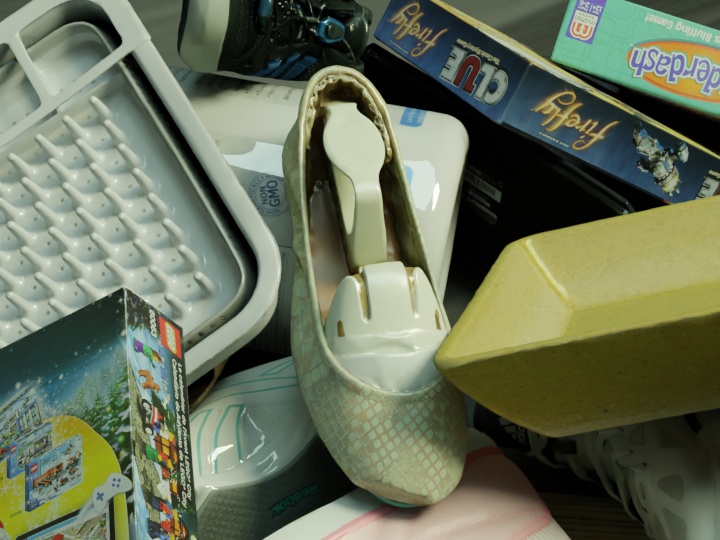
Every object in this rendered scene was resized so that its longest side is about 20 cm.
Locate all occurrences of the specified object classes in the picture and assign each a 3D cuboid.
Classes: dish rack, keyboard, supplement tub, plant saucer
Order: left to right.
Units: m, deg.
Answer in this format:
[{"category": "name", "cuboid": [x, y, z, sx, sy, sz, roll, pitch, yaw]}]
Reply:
[{"category": "dish rack", "cuboid": [-0.133, -0.011, 0.721, 0.171, 0.044, 0.201, -34, 62, 1]}, {"category": "supplement tub", "cuboid": [-0.053, -0.028, 0.830, 0.198, 0.133, 0.132, 11, 39, 5]}, {"category": "keyboard", "cuboid": [0.072, -0.040, 0.887, 0.039, 0.105, 0.200, -22, 45, -35]}, {"category": "plant saucer", "cuboid": [0.146, 0.012, 0.694, 0.199, 0.049, 0.200, -12, 12, 17]}]

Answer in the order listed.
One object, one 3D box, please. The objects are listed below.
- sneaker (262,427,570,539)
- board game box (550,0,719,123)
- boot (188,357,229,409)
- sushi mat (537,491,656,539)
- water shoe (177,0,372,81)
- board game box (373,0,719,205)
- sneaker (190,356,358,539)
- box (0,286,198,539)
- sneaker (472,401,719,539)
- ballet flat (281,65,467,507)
[{"category": "sneaker", "cuboid": [0.008, 0.148, 0.661, 0.200, 0.076, 0.105, -30, 58, -28]}, {"category": "board game box", "cuboid": [0.204, -0.107, 0.953, 0.151, 0.045, 0.200, 22, 8, 18]}, {"category": "boot", "cuboid": [-0.152, 0.036, 0.756, 0.198, 0.074, 0.076, -8, 36, 10]}, {"category": "sushi mat", "cuboid": [0.054, 0.129, 0.747, 0.198, 0.012, 0.096, 5, 40, -2]}, {"category": "water shoe", "cuboid": [-0.035, -0.127, 0.816, 0.078, 0.072, 0.200, 8, 7, 6]}, {"category": "board game box", "cuboid": [0.118, -0.082, 0.898, 0.199, 0.035, 0.135, 21, 14, -35]}, {"category": "sneaker", "cuboid": [-0.060, 0.090, 0.734, 0.199, 0.071, 0.080, -24, 31, -21]}, {"category": "box", "cuboid": [-0.149, 0.107, 0.613, 0.199, 0.038, 0.137, -25, 50, 21]}, {"category": "sneaker", "cuboid": [0.109, 0.088, 0.750, 0.114, 0.076, 0.201, -3, 28, 3]}, {"category": "ballet flat", "cuboid": [0.000, 0.000, 0.694, 0.067, 0.063, 0.201, -8, 56, -12]}]
